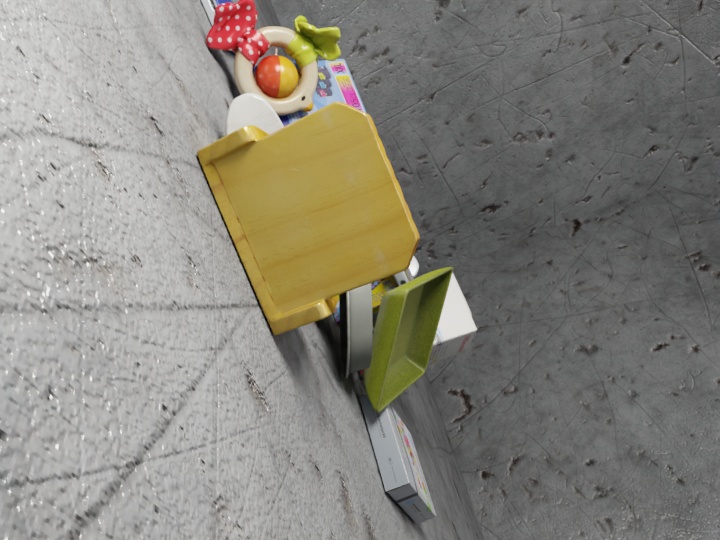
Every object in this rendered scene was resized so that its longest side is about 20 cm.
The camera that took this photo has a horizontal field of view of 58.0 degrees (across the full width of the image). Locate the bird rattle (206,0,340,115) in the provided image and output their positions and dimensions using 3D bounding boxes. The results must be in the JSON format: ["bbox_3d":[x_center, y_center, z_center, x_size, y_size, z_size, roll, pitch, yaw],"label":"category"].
[{"bbox_3d":[-0.129,-0.316,0.970,0.113,0.200,0.163,14,-74,57],"label":"bird rattle"}]

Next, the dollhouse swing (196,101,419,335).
[{"bbox_3d":[-0.044,-0.063,0.689,0.182,0.176,0.200,-59,126,-84],"label":"dollhouse swing"}]

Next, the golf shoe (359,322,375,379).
[{"bbox_3d":[0.050,0.129,1.174,0.200,0.073,0.092,-9,75,-62],"label":"golf shoe"}]

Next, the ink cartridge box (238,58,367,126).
[{"bbox_3d":[-0.102,-0.266,1.069,0.137,0.200,0.076,68,-26,13],"label":"ink cartridge box"}]

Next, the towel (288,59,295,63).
[{"bbox_3d":[-0.123,-0.269,1.167,0.049,0.112,0.200,-4,69,-40],"label":"towel"}]

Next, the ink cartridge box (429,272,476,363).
[{"bbox_3d":[0.118,0.115,1.361,0.147,0.200,0.145,93,-21,-65],"label":"ink cartridge box"}]

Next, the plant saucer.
[{"bbox_3d":[0.068,0.096,1.016,0.200,0.048,0.200,-21,127,-61],"label":"plant saucer"}]

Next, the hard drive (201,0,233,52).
[{"bbox_3d":[-0.236,-0.443,1.126,0.200,0.025,0.132,-89,156,-78],"label":"hard drive"}]

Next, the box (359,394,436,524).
[{"bbox_3d":[0.062,0.303,1.041,0.200,0.041,0.156,64,7,-52],"label":"box"}]

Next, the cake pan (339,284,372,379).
[{"bbox_3d":[-0.008,0.056,0.941,0.200,0.037,0.200,179,-90,-86],"label":"cake pan"}]

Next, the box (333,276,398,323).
[{"bbox_3d":[0.000,0.000,1.201,0.200,0.122,0.193,50,19,-73],"label":"box"}]

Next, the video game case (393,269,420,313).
[{"bbox_3d":[0.072,-0.003,1.164,0.200,0.022,0.182,-102,168,-57],"label":"video game case"}]

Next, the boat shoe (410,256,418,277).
[{"bbox_3d":[0.026,-0.021,1.350,0.068,0.200,0.072,78,31,-62],"label":"boat shoe"}]

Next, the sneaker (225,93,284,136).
[{"bbox_3d":[-0.123,-0.129,0.826,0.088,0.075,0.200,-127,-163,-59],"label":"sneaker"}]
